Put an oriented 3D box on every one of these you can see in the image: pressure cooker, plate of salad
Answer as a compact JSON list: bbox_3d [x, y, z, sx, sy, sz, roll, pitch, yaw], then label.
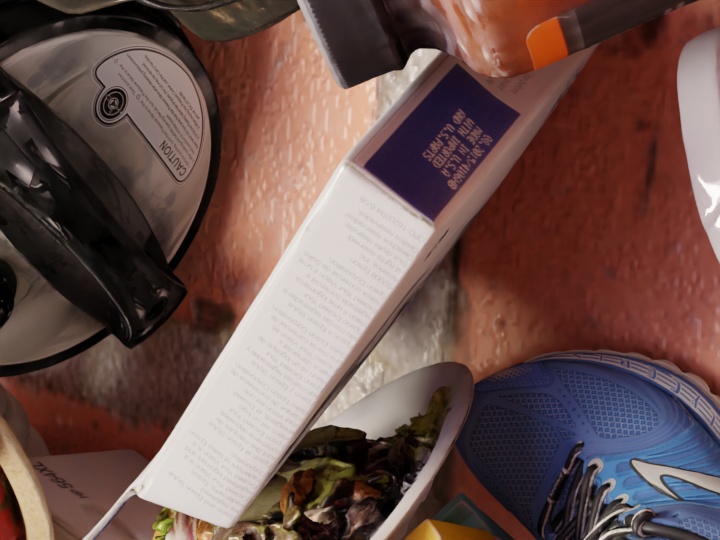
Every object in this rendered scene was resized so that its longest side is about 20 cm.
[{"bbox_3d":[-0.154,-0.054,1.078,0.200,0.175,0.180,40,124,40],"label":"pressure cooker"},{"bbox_3d":[-0.041,0.096,0.925,0.048,0.200,0.200,47,136,-10],"label":"plate of salad"}]

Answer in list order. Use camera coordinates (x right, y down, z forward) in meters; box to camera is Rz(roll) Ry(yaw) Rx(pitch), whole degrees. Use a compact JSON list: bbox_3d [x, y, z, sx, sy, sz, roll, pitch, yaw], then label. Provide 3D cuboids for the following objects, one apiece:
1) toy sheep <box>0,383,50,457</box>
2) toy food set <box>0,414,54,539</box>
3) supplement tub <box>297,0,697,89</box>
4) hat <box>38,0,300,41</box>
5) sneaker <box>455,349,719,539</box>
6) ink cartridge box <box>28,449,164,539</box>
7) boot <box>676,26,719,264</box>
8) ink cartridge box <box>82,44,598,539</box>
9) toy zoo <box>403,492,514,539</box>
[{"bbox_3d":[-0.195,0.101,1.177,0.138,0.137,0.201,28,129,44],"label":"toy sheep"},{"bbox_3d":[-0.214,0.092,1.056,0.197,0.049,0.201,19,132,9],"label":"toy food set"},{"bbox_3d":[0.071,-0.125,0.794,0.199,0.107,0.108,-23,71,2],"label":"supplement tub"},{"bbox_3d":[-0.047,-0.141,1.010,0.200,0.201,0.081,18,150,47],"label":"hat"},{"bbox_3d":[0.096,0.086,0.869,0.200,0.089,0.079,33,116,42],"label":"sneaker"},{"bbox_3d":[-0.103,0.194,1.109,0.146,0.084,0.201,29,113,43],"label":"ink cartridge box"},{"bbox_3d":[0.170,0.004,0.806,0.095,0.073,0.201,-27,75,33],"label":"boot"},{"bbox_3d":[0.000,0.000,0.902,0.041,0.200,0.200,37,127,2],"label":"ink cartridge box"},{"bbox_3d":[0.079,0.150,0.868,0.020,0.131,0.200,-43,58,9],"label":"toy zoo"}]
